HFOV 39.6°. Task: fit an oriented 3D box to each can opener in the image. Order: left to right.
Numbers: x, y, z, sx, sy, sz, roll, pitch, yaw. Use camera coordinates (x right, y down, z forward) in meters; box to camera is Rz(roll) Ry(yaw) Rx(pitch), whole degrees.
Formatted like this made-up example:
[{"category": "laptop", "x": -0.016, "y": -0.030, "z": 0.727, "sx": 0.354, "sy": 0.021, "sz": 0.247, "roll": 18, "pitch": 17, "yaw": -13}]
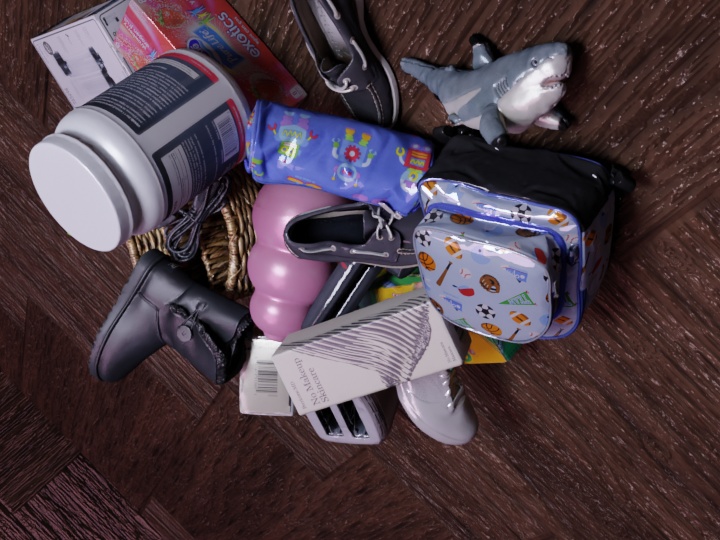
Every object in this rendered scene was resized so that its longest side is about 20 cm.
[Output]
[{"category": "can opener", "x": 0.000, "y": 0.000, "z": 1.124, "sx": 0.063, "sy": 0.200, "sz": 0.079, "roll": 33, "pitch": -164, "yaw": -38}]

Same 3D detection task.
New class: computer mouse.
[{"category": "computer mouse", "x": -0.263, "y": -0.115, "z": 1.222, "sx": 0.200, "sy": 0.053, "sz": 0.139, "roll": 38, "pitch": 111, "yaw": 13}]

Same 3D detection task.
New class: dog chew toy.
[{"category": "dog chew toy", "x": -0.076, "y": -0.014, "z": 1.171, "sx": 0.124, "sy": 0.124, "sz": 0.200, "roll": 19, "pitch": 98, "yaw": 38}]

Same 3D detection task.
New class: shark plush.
[{"category": "shark plush", "x": 0.116, "y": -0.175, "z": 0.904, "sx": 0.200, "sy": 0.091, "sz": 0.083, "roll": 37, "pitch": 135, "yaw": 57}]

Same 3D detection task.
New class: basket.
[{"category": "basket", "x": -0.207, "y": -0.051, "z": 1.271, "sx": 0.143, "sy": 0.149, "sz": 0.200, "roll": -9, "pitch": 95, "yaw": 56}]

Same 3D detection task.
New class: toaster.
[{"category": "toaster", "x": -0.012, "y": 0.135, "z": 1.287, "sx": 0.113, "sy": 0.129, "sz": 0.200, "roll": 1, "pitch": 139, "yaw": 18}]

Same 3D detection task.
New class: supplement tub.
[{"category": "supplement tub", "x": -0.219, "y": -0.125, "z": 1.018, "sx": 0.140, "sy": 0.200, "sz": 0.141, "roll": 26, "pitch": 139, "yaw": 25}]

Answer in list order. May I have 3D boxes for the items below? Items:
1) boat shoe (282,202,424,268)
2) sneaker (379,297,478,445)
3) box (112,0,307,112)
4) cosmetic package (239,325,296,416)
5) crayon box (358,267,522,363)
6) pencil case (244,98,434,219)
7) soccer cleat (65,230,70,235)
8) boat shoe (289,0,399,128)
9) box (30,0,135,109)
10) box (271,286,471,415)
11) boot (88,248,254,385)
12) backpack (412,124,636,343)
[{"category": "boat shoe", "x": 0.014, "y": -0.039, "z": 1.061, "sx": 0.200, "sy": 0.073, "sz": 0.063, "roll": -2, "pitch": 176, "yaw": 8}, {"category": "sneaker", "x": 0.084, "y": 0.115, "z": 1.136, "sx": 0.088, "sy": 0.075, "sz": 0.200, "roll": -27, "pitch": 107, "yaw": 41}, {"category": "box", "x": -0.172, "y": -0.228, "z": 1.129, "sx": 0.200, "sy": 0.095, "sz": 0.103, "roll": 49, "pitch": 148, "yaw": -4}, {"category": "cosmetic package", "x": -0.102, "y": 0.121, "z": 1.336, "sx": 0.071, "sy": 0.200, "sz": 0.105, "roll": 3, "pitch": 98, "yaw": 8}, {"category": "crayon box", "x": 0.091, "y": 0.047, "z": 1.165, "sx": 0.200, "sy": 0.058, "sz": 0.119, "roll": -11, "pitch": 118, "yaw": 55}, {"category": "pencil case", "x": -0.021, "y": -0.111, "z": 1.015, "sx": 0.200, "sy": 0.087, "sz": 0.078, "roll": 14, "pitch": 173, "yaw": -3}, {"category": "soccer cleat", "x": -0.278, "y": -0.112, "z": 1.176, "sx": 0.200, "sy": 0.068, "sz": 0.081, "roll": -34, "pitch": 81, "yaw": 19}, {"category": "boat shoe", "x": -0.018, "y": -0.214, "z": 0.988, "sx": 0.074, "sy": 0.060, "sz": 0.200, "roll": 13, "pitch": 138, "yaw": 34}, {"category": "box", "x": -0.341, "y": -0.282, "z": 1.311, "sx": 0.200, "sy": 0.060, "sz": 0.117, "roll": 2, "pitch": 128, "yaw": 51}, {"category": "box", "x": 0.012, "y": 0.084, "z": 1.078, "sx": 0.200, "sy": 0.068, "sz": 0.082, "roll": -22, "pitch": 102, "yaw": 21}, {"category": "boot", "x": -0.232, "y": 0.095, "z": 1.232, "sx": 0.168, "sy": 0.076, "sz": 0.200, "roll": 35, "pitch": 108, "yaw": 15}, {"category": "backpack", "x": 0.146, "y": -0.018, "z": 0.942, "sx": 0.200, "sy": 0.154, "sz": 0.191, "roll": 21, "pitch": 152, "yaw": 31}]
